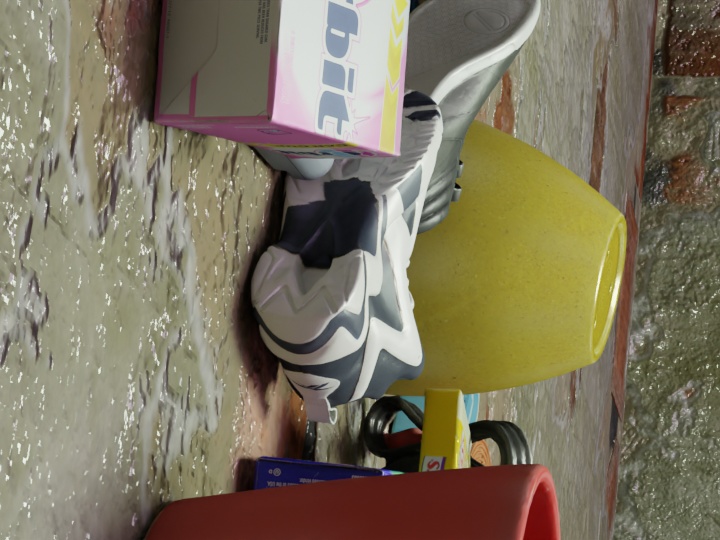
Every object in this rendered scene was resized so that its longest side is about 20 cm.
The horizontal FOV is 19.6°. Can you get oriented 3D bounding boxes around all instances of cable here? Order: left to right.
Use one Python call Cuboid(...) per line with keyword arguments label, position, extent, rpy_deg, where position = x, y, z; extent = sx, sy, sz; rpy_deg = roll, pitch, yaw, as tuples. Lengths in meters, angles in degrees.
Cuboid(label="cable", position=(0.057, 0.116, 1.325), extent=(0.200, 0.050, 0.097), rpy_deg=(-29, -122, 54))

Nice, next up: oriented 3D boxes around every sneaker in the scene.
Cuboid(label="sneaker", position=(0.000, 0.000, 1.170), extent=(0.130, 0.079, 0.199), rpy_deg=(82, 17, -45))
Cuboid(label="sneaker", position=(0.050, -0.101, 1.321), extent=(0.200, 0.071, 0.099), rpy_deg=(-48, 148, -35))

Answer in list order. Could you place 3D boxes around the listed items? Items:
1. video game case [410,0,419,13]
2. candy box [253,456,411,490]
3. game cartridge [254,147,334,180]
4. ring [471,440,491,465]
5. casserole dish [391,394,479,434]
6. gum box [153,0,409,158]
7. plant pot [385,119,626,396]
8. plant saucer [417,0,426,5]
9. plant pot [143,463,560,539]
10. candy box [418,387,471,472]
Cuboid(label="video game case", position=(0.042, -0.141, 1.458), extent=(0.143, 0.018, 0.201), rpy_deg=(64, 32, -67))
Cuboid(label="candy box", position=(-0.016, 0.208, 1.155), extent=(0.169, 0.077, 0.201), rpy_deg=(33, 62, -78))
Cuboid(label="game cartridge", position=(-0.032, -0.160, 1.088), extent=(0.133, 0.041, 0.201), rpy_deg=(57, 38, -76))
Cuboid(label="ring", position=(0.087, 0.241, 1.760), extent=(0.200, 0.019, 0.201), rpy_deg=(4, 90, -78))
Cuboid(label="casserole dish", position=(0.058, 0.114, 1.551), extent=(0.200, 0.039, 0.121), rpy_deg=(-72, 161, -51))
Cuboid(label="gum box", position=(-0.029, -0.158, 0.956), extent=(0.113, 0.066, 0.201), rpy_deg=(9, 84, -59))
Cuboid(label="plant pot", position=(0.100, 0.000, 1.415), extent=(0.200, 0.142, 0.201), rpy_deg=(12, 90, -75))
Cuboid(label="plant saucer", position=(0.069, -0.233, 1.428), extent=(0.200, 0.037, 0.201), rpy_deg=(2, 90, -74))
Cuboid(label="plant pot", position=(-0.008, 0.183, 0.955), extent=(0.200, 0.177, 0.201), rpy_deg=(4, 90, -78))
Cuboid(label="candy box", position=(0.043, 0.177, 1.180), extent=(0.102, 0.026, 0.201), rpy_deg=(69, 25, -67))
